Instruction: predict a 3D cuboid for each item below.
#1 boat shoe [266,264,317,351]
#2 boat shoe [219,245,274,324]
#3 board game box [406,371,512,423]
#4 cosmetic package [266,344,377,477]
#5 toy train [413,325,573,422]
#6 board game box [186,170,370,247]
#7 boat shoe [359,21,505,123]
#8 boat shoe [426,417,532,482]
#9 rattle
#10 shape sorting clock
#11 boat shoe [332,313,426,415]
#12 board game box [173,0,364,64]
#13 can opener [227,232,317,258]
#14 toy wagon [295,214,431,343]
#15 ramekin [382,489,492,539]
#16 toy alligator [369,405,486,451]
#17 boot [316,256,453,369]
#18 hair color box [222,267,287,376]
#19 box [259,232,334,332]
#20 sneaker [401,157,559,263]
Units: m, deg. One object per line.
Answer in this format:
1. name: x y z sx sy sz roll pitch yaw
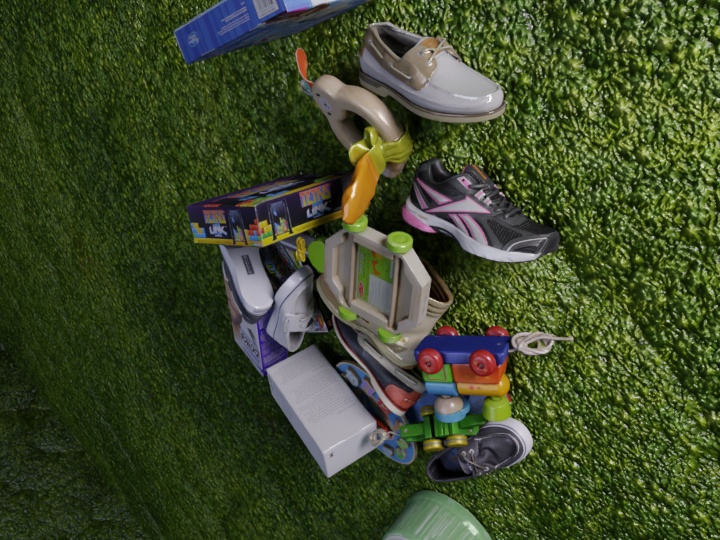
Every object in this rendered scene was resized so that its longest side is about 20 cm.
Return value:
1. boat shoe: -0.098 0.065 1.024 0.065 0.073 0.201 43 149 12
2. boat shoe: -0.193 -0.009 1.041 0.068 0.071 0.202 -53 53 48
3. board game box: 0.128 0.186 0.944 0.103 0.019 0.200 51 141 8
4. cosmetic package: -0.066 0.226 1.060 0.200 0.100 0.072 45 151 41
5. toy train: 0.173 0.139 0.810 0.197 0.085 0.118 -2 109 29
6. board game box: -0.111 -0.089 0.884 0.164 0.199 0.058 6 113 43
7. boat shoe: 0.072 -0.220 0.706 0.198 0.074 0.069 29 138 33
8. boat shoe: 0.162 0.267 0.921 0.071 0.066 0.199 58 141 0
9. rattle: -0.044 -0.168 0.799 0.199 0.144 0.130 39 179 3
10. shape sorting clock: 0.021 0.237 1.062 0.199 0.039 0.202 36 143 33
11. boat shoe: 0.027 0.124 0.977 0.063 0.071 0.201 -49 57 18
12. board game box: -0.076 -0.297 0.719 0.198 0.198 0.044 -1 116 47
13. can opener: -0.143 -0.046 0.990 0.197 0.053 0.068 23 92 14
14. toy wagon: 0.000 0.000 0.836 0.198 0.039 0.157 27 132 27
15. ramekin: 0.127 0.483 1.068 0.198 0.097 0.203 26 131 34
16. toy alligator: 0.104 0.231 0.927 0.198 0.054 0.060 -21 60 36
17. boot: 0.030 0.028 0.907 0.200 0.072 0.157 42 138 18
18. hair color box: -0.187 0.084 1.151 0.109 0.064 0.202 43 146 34
19. box: -0.110 0.006 1.075 0.109 0.035 0.203 -8 108 49
20. sneaker: 0.133 -0.074 0.734 0.198 0.080 0.088 22 118 30
